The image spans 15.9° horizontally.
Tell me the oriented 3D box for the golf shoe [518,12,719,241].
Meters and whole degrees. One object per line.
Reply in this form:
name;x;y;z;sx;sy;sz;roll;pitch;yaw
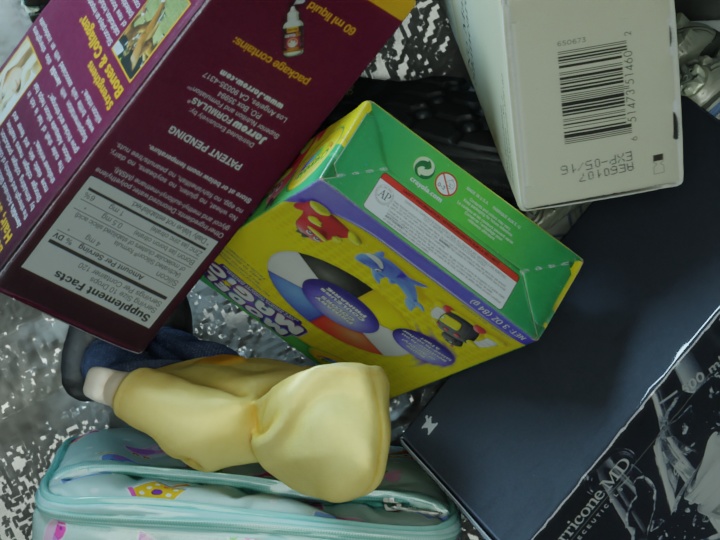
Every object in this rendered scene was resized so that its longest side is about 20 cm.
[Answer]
golf shoe;0.105;-0.027;1.186;0.200;0.078;0.097;-30;131;22

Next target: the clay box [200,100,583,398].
clay box;0.000;0.000;1.120;0.115;0.200;0.048;36;66;-11

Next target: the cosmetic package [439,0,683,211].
cosmetic package;0.079;-0.121;1.100;0.073;0.200;0.104;-10;121;-4

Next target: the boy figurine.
boy figurine;-0.059;0.053;1.128;0.124;0.200;0.065;4;97;-35

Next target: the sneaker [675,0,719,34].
sneaker;0.235;-0.160;1.171;0.199;0.071;0.100;-5;100;5

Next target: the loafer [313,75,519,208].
loafer;0.013;-0.049;1.163;0.200;0.068;0.071;9;121;29

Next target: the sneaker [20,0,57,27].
sneaker;-0.066;-0.163;1.174;0.199;0.086;0.078;-8;128;-19

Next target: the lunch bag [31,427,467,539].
lunch bag;-0.045;0.120;1.157;0.199;0.160;0.077;3;96;1

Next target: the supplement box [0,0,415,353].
supplement box;-0.082;-0.080;1.096;0.086;0.110;0.200;27;110;-35

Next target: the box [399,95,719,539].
box;0.155;0.061;1.135;0.182;0.104;0.200;34;96;-39
